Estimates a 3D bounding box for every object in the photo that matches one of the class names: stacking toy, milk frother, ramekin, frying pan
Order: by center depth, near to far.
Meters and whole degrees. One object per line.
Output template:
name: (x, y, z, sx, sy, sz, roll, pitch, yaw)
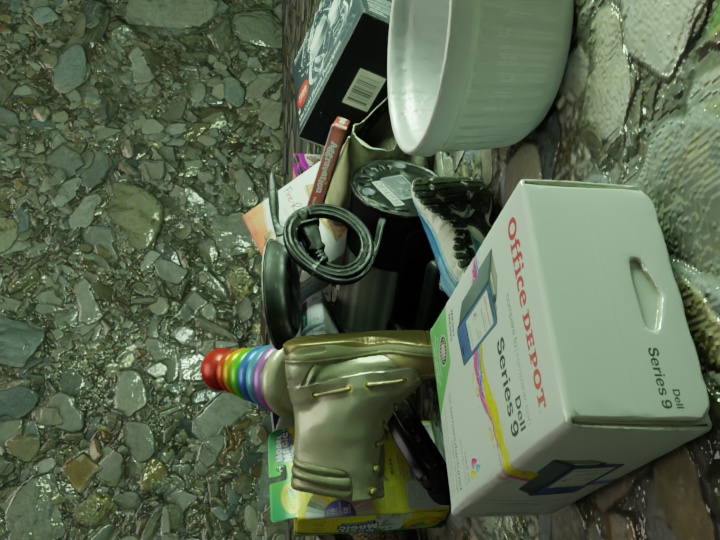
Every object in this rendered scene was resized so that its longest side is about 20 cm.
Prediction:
ramekin: (0.093, -0.195, 0.599, 0.200, 0.103, 0.205, -178, 90, -79)
frying pan: (-0.082, -0.004, 0.785, 0.116, 0.030, 0.192, 79, -171, -46)
milk frother: (0.000, 0.000, 0.824, 0.182, 0.196, 0.191, -109, 22, -50)
stacking toy: (-0.133, 0.124, 0.889, 0.198, 0.084, 0.087, 0, 89, 49)

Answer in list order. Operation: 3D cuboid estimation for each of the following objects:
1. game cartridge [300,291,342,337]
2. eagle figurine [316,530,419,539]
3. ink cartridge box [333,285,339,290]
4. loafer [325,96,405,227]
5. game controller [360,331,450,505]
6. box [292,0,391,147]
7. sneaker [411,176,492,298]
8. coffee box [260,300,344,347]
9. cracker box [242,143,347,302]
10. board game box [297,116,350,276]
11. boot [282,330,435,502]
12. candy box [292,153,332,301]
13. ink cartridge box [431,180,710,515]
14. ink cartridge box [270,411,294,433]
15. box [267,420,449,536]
game cartridge: (-0.029, 0.102, 0.839, 0.131, 0.038, 0.200, 60, -178, -11)
eagle figurine: (0.007, 0.360, 0.866, 0.152, 0.148, 0.204, 90, 169, -65)
ink cartridge box: (0.001, -0.043, 1.108, 0.200, 0.086, 0.149, -143, 54, -79)
loafer: (0.010, -0.143, 0.883, 0.076, 0.068, 0.201, 44, 108, 27)
game controller: (0.047, 0.161, 0.794, 0.201, 0.042, 0.105, 58, 179, 33)
box: (-0.008, -0.296, 0.995, 0.201, 0.102, 0.184, -55, 30, 38)
sneaker: (0.089, -0.017, 0.679, 0.202, 0.077, 0.091, -102, 14, -50)
coffee box: (-0.038, 0.089, 0.997, 0.114, 0.195, 0.082, -153, 65, -78)
cracker box: (-0.043, -0.067, 0.964, 0.135, 0.198, 0.058, 58, -174, 24)
board game box: (-0.053, -0.075, 0.846, 0.103, 0.019, 0.203, -81, 10, -73)
boot: (0.024, 0.140, 0.704, 0.072, 0.195, 0.158, -51, -41, -86)
candy box: (-0.074, -0.063, 1.117, 0.137, 0.060, 0.204, -112, 26, -63)
ink cartridge box: (0.116, 0.061, 0.465, 0.201, 0.086, 0.148, 113, 157, -58)
ink cartridge box: (-0.018, 0.191, 0.930, 0.100, 0.196, 0.040, -118, 47, -65)
box: (-0.007, 0.235, 0.825, 0.049, 0.195, 0.119, 103, 164, -44)
